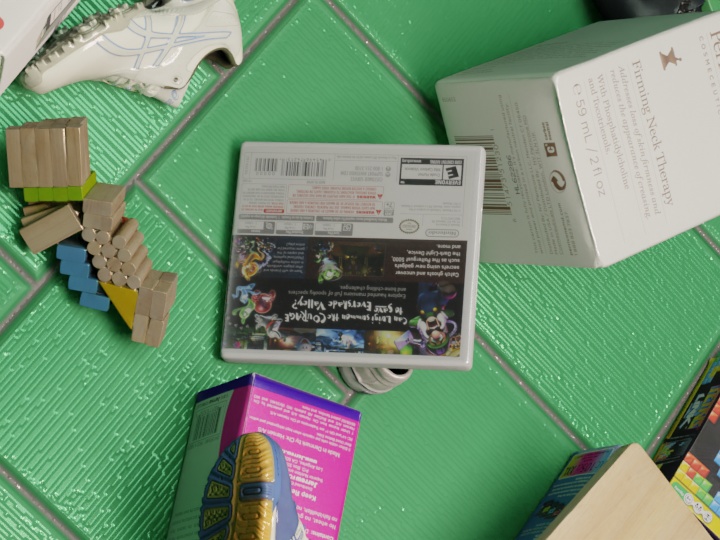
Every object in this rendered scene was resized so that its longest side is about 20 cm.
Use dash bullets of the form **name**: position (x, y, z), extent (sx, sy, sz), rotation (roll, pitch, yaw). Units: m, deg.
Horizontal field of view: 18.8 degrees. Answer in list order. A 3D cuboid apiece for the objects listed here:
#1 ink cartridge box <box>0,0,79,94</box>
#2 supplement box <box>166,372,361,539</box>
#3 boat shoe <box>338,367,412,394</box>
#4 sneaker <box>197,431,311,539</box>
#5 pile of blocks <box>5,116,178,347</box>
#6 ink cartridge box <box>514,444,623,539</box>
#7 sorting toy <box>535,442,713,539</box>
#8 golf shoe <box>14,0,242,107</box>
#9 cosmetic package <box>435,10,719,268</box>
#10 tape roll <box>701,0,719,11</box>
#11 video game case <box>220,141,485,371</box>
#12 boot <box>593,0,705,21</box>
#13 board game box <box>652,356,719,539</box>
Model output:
- **ink cartridge box**: position (-0.274, -0.249, 1.635), extent (0.145, 0.084, 0.200), rotation (35, 63, 0)
- **supplement box**: position (-0.081, 0.193, 1.648), extent (0.103, 0.101, 0.200), rotation (22, 69, -24)
- **boat shoe**: position (0.000, 0.000, 1.762), extent (0.072, 0.066, 0.200), rotation (-5, 81, -31)
- **sneaker**: position (-0.061, 0.216, 1.562), extent (0.088, 0.075, 0.200), rotation (3, 83, -41)
- **pile of blocks**: position (-0.206, -0.032, 1.665), extent (0.200, 0.082, 0.062), rotation (63, 14, -13)
- **ink cartridge box**: position (0.191, 0.264, 1.805), extent (0.136, 0.076, 0.200), rotation (46, 62, -13)
- **sorting toy**: position (0.200, 0.277, 1.722), extent (0.200, 0.070, 0.199), rotation (-44, 101, -28)
- **golf shoe**: position (-0.173, -0.166, 1.702), extent (0.200, 0.078, 0.097), rotation (-28, 105, -27)
- **cosmetic package**: position (0.202, -0.112, 1.830), extent (0.200, 0.166, 0.168), rotation (-23, 104, -32)
- **tape roll**: position (0.391, -0.264, 2.064), extent (0.200, 0.048, 0.201), rotation (8, 74, -29)
- **video game case**: position (-0.005, -0.013, 1.721), extent (0.200, 0.023, 0.182), rotation (2, 73, 10)
- **boot**: position (0.211, -0.272, 1.944), extent (0.200, 0.076, 0.168), rotation (-24, 87, -38)
- **board game box**: position (0.358, 0.198, 1.928), extent (0.200, 0.057, 0.165), rotation (43, 62, -15)
